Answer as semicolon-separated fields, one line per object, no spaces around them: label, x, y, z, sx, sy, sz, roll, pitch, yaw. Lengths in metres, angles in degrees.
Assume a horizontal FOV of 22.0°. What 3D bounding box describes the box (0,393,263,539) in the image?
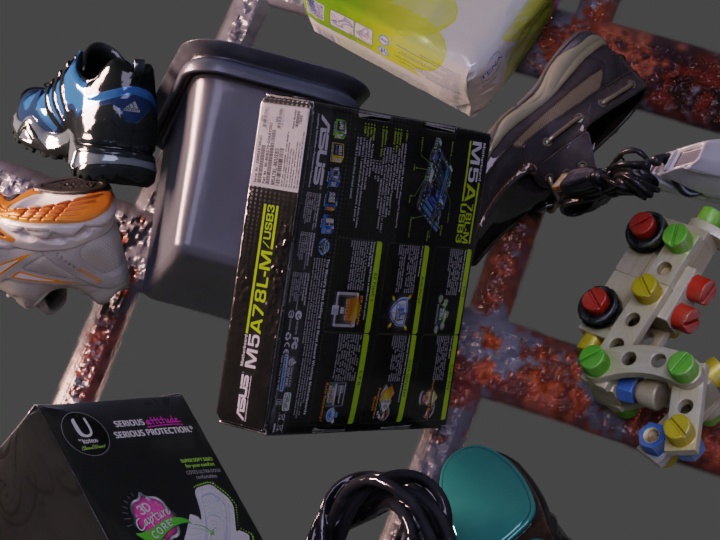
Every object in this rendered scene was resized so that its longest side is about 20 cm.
box;-0.145;0.198;1.113;0.149;0.124;0.200;-46;62;30

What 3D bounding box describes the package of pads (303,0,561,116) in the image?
package of pads;0.076;-0.225;1.359;0.154;0.068;0.200;30;71;19

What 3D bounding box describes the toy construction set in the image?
toy construction set;0.218;0.031;1.213;0.131;0.092;0.200;23;58;41

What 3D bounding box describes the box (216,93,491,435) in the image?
box;0.000;0.000;1.154;0.047;0.193;0.201;11;95;35

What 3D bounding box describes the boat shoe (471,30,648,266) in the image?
boat shoe;0.131;-0.080;1.282;0.073;0.075;0.200;31;72;18

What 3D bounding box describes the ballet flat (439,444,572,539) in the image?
ballet flat;0.104;0.184;1.151;0.068;0.069;0.200;-34;31;-1

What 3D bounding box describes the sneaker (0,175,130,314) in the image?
sneaker;-0.248;-0.010;1.283;0.199;0.092;0.076;2;34;29

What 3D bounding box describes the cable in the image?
cable;-0.001;0.213;1.124;0.051;0.163;0.201;21;45;-23

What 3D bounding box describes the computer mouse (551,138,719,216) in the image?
computer mouse;0.231;-0.063;1.243;0.199;0.110;0.044;-9;84;-27

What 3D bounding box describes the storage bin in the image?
storage bin;-0.074;-0.047;1.224;0.145;0.200;0.135;14;76;-12

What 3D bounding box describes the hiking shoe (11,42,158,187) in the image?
hiking shoe;-0.182;-0.114;1.275;0.074;0.200;0.087;7;99;-31
